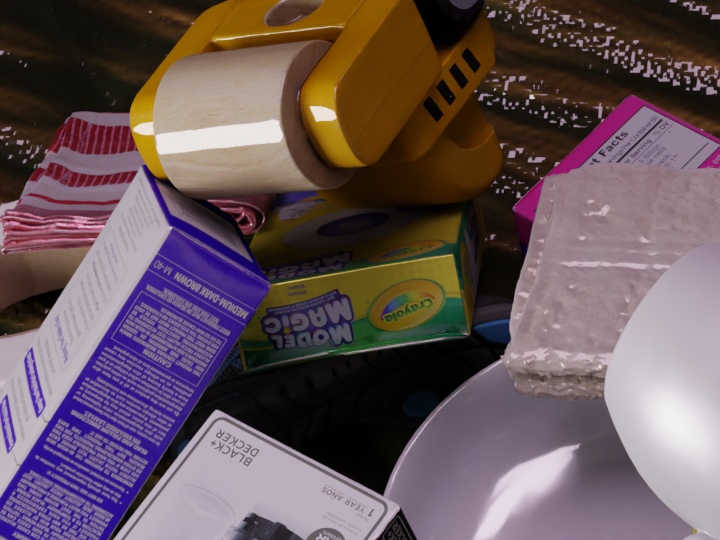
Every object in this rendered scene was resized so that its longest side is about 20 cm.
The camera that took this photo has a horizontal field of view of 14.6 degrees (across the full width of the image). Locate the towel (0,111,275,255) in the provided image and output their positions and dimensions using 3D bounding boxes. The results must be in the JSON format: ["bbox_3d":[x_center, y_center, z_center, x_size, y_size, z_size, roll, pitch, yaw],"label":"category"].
[{"bbox_3d":[-0.110,-0.058,1.545,0.143,0.023,0.200,-4,20,8],"label":"towel"}]

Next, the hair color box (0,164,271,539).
[{"bbox_3d":[-0.126,0.059,1.352,0.200,0.065,0.109,-55,19,9],"label":"hair color box"}]

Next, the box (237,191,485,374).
[{"bbox_3d":[0.000,0.000,1.423,0.117,0.049,0.200,-10,18,8],"label":"box"}]

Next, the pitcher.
[{"bbox_3d":[0.182,0.094,1.119,0.200,0.121,0.172,36,81,25],"label":"pitcher"}]

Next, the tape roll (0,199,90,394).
[{"bbox_3d":[-0.174,0.021,1.496,0.202,0.037,0.203,-13,29,7],"label":"tape roll"}]

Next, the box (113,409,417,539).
[{"bbox_3d":[-0.074,0.173,1.253,0.116,0.060,0.200,24,65,32],"label":"box"}]

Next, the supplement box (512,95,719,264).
[{"bbox_3d":[0.186,0.011,1.416,0.200,0.101,0.103,32,62,35],"label":"supplement box"}]

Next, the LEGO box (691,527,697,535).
[{"bbox_3d":[0.234,0.167,1.161,0.199,0.077,0.149,1,50,16],"label":"LEGO box"}]

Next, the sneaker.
[{"bbox_3d":[-0.008,0.042,1.452,0.199,0.073,0.082,-15,44,-3],"label":"sneaker"}]

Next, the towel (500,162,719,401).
[{"bbox_3d":[0.171,0.010,1.331,0.199,0.035,0.133,4,52,17],"label":"towel"}]

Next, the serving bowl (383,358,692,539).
[{"bbox_3d":[0.110,0.127,1.339,0.199,0.066,0.201,-13,48,16],"label":"serving bowl"}]

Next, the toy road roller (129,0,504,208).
[{"bbox_3d":[-0.004,-0.077,1.384,0.122,0.146,0.200,-3,34,35],"label":"toy road roller"}]
